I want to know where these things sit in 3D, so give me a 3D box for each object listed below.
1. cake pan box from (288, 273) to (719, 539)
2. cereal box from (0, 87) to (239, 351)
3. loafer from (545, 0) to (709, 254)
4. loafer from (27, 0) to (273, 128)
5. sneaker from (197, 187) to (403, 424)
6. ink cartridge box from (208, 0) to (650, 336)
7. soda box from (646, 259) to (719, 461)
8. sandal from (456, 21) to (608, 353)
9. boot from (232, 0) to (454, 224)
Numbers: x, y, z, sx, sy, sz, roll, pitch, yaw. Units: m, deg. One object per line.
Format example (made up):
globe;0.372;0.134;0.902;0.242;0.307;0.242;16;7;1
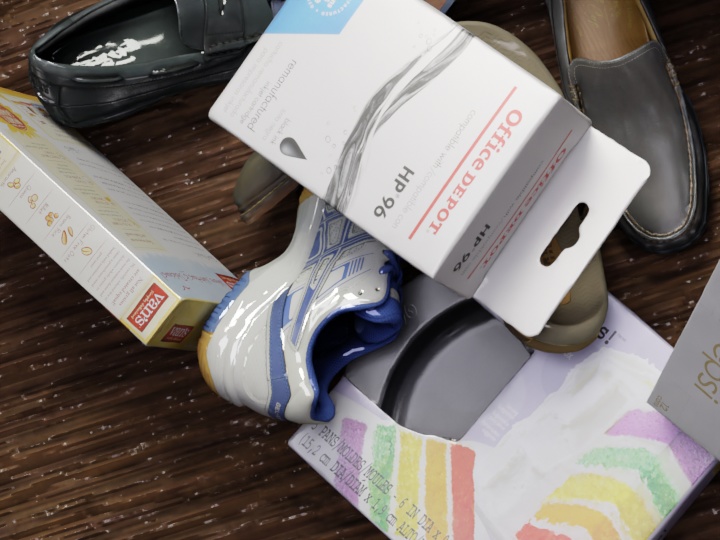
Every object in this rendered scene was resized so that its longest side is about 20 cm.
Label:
cake pan box;0.087;0.087;1.252;0.200;0.052;0.184;42;90;16
cereal box;-0.151;-0.031;1.277;0.200;0.144;0.040;43;99;16
loafer;0.141;-0.106;1.256;0.073;0.072;0.200;-21;78;9
loafer;-0.095;-0.142;1.306;0.200;0.070;0.068;-22;67;-4
sneaker;0.000;0.000;1.246;0.088;0.075;0.200;25;74;30
ink cartridge box;0.036;-0.068;1.179;0.200;0.068;0.116;36;94;22
soda box;0.208;0.017;1.117;0.068;0.200;0.064;39;57;15
sandal;0.090;-0.053;1.223;0.080;0.054;0.200;-9;66;-14
boot;-0.031;-0.127;1.283;0.097;0.075;0.200;38;92;-9
